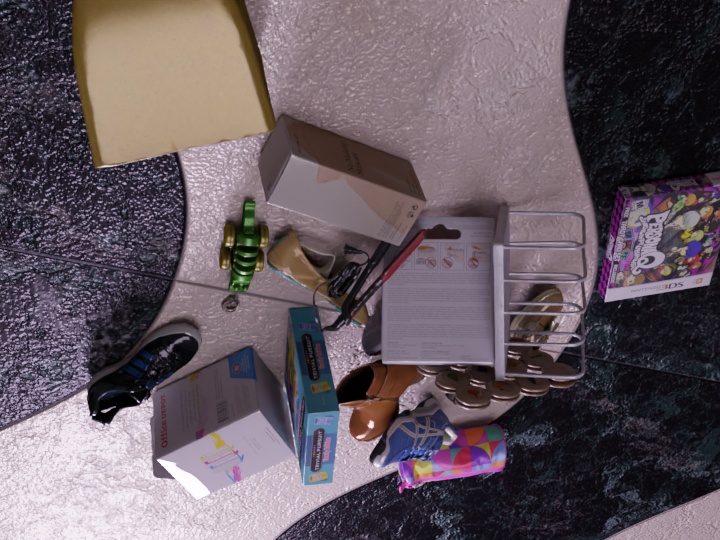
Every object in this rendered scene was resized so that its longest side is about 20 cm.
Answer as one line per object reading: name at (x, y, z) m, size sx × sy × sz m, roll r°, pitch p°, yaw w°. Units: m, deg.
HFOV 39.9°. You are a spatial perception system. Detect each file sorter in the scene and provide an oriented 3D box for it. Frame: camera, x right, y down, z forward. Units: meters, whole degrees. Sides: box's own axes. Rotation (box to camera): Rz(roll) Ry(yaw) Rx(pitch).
file sorter at (0.248, 0.030, 1.367) m, size 0.122 × 0.139 × 0.204 m, roll 0°, pitch 114°, yaw 11°

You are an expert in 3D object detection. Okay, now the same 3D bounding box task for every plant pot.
plant pot at (-0.207, -0.257, 1.031) m, size 0.191 × 0.196 × 0.203 m, roll -13°, pitch 126°, yaw -3°

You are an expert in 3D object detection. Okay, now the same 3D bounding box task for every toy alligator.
toy alligator at (-0.161, -0.001, 1.347) m, size 0.058 × 0.055 × 0.203 m, roll 3°, pitch 129°, yaw -16°

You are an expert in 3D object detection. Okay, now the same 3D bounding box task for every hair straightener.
hair straightener at (0.000, 0.000, 1.353) m, size 0.201 × 0.077 × 0.041 m, roll -50°, pitch 171°, yaw 6°

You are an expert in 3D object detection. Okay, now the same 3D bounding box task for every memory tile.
memory tile at (0.192, 0.141, 1.405) m, size 0.196 × 0.153 × 0.017 m, roll -9°, pitch 116°, yaw -27°

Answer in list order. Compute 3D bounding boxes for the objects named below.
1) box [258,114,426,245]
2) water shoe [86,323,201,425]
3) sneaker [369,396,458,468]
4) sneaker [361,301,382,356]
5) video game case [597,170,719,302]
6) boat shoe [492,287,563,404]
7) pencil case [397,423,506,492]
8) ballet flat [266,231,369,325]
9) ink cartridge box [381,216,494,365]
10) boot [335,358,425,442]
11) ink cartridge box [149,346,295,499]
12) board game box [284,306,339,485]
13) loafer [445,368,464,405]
box at (-0.024, -0.112, 1.262) m, size 0.197 × 0.096 × 0.078 m, roll 16°, pitch 124°, yaw -28°
water shoe at (-0.306, 0.155, 1.427) m, size 0.198 × 0.080 × 0.072 m, roll -33°, pitch 131°, yaw 14°
sneaker at (0.087, 0.263, 1.559) m, size 0.199 × 0.077 × 0.076 m, roll -23°, pitch 151°, yaw -51°
sneaker at (0.097, 0.072, 1.463) m, size 0.111 × 0.078 × 0.200 m, roll 32°, pitch 116°, yaw -33°
video game case at (0.454, -0.049, 1.480) m, size 0.177 × 0.036 × 0.203 m, roll -8°, pitch 131°, yaw -9°
boat shoe at (0.260, 0.116, 1.536) m, size 0.072 × 0.063 × 0.202 m, roll 0°, pitch 129°, yaw -43°
pencil case at (0.152, 0.317, 1.687) m, size 0.196 × 0.089 × 0.090 m, roll -11°, pitch 132°, yaw -7°
ballet flat at (-0.043, 0.012, 1.385) m, size 0.199 × 0.069 × 0.063 m, roll 34°, pitch 101°, yaw -36°
ink cartridge box at (0.108, 0.029, 1.384) m, size 0.156 × 0.047 × 0.205 m, roll 1°, pitch 88°, yaw 2°
boot at (0.011, 0.198, 1.501) m, size 0.200 × 0.077 × 0.154 m, roll -45°, pitch 157°, yaw 29°
ink cartridge box at (-0.216, 0.235, 1.487) m, size 0.197 × 0.130 × 0.126 m, roll -25°, pitch 132°, yaw 9°
board game box at (-0.073, 0.178, 1.427) m, size 0.046 × 0.202 × 0.153 m, roll -3°, pitch 131°, yaw -11°
loafer at (0.167, 0.119, 1.543) m, size 0.062 × 0.072 × 0.202 m, roll 30°, pitch 126°, yaw 14°
